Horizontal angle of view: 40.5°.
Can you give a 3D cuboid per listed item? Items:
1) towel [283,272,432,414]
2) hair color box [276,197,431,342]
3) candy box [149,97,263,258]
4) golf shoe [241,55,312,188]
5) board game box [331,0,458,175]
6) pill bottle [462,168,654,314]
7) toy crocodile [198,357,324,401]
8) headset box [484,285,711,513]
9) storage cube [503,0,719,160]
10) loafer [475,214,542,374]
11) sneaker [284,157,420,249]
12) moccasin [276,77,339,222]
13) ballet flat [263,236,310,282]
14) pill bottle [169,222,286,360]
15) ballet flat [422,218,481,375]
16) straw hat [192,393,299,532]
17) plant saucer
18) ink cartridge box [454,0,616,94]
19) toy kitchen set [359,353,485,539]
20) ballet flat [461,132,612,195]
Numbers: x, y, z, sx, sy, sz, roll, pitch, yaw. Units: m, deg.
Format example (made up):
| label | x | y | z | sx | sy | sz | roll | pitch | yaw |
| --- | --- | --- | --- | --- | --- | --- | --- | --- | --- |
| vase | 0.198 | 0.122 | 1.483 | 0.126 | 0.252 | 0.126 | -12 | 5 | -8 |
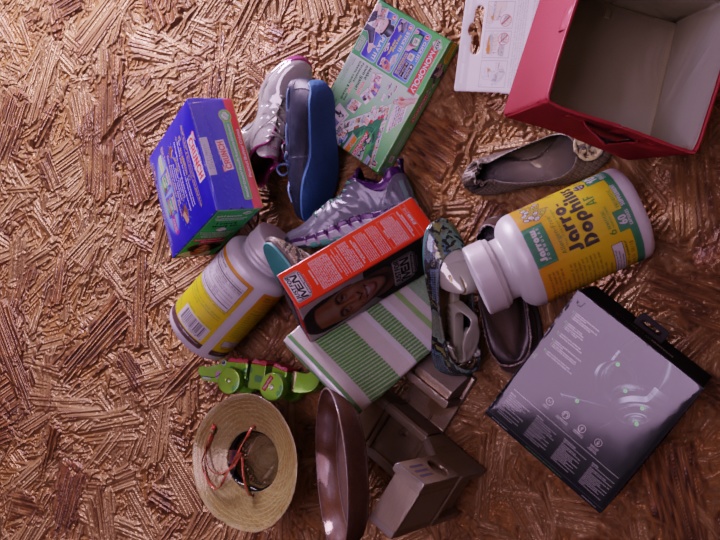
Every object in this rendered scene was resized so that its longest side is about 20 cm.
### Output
| label | x | y | z | sx | sy | sz | roll | pitch | yaw |
| --- | --- | --- | --- | --- | --- | --- | --- | --- | --- |
| towel | 0.019 | 0.076 | 1.272 | 0.200 | 0.023 | 0.152 | -41 | 64 | -14 |
| hair color box | 0.000 | 0.000 | 1.244 | 0.199 | 0.102 | 0.061 | -30 | 62 | -8 |
| candy box | -0.228 | -0.130 | 1.411 | 0.200 | 0.077 | 0.170 | -35 | 68 | 58 |
| golf shoe | -0.117 | -0.205 | 1.385 | 0.201 | 0.075 | 0.092 | -60 | 34 | 22 |
| board game box | 0.030 | -0.250 | 1.336 | 0.134 | 0.029 | 0.201 | 38 | 106 | 27 |
| pill bottle | 0.223 | -0.028 | 1.121 | 0.199 | 0.113 | 0.113 | -24 | 74 | 3 |
| toy crocodile | -0.142 | 0.151 | 1.397 | 0.199 | 0.067 | 0.062 | 4 | 84 | 29 |
| headset box | 0.275 | 0.138 | 1.120 | 0.174 | 0.093 | 0.201 | 39 | 108 | 19 |
| storage cube | 0.275 | -0.228 | 1.057 | 0.170 | 0.180 | 0.202 | 17 | 93 | -7 |
| loafer | 0.171 | 0.030 | 1.211 | 0.073 | 0.071 | 0.202 | -15 | 80 | 29 |
| sneaker | -0.018 | -0.088 | 1.328 | 0.199 | 0.074 | 0.088 | -15 | 90 | 20 |
| moccasin | -0.071 | -0.169 | 1.353 | 0.068 | 0.080 | 0.202 | 25 | 118 | 38 |
| ballet flat | -0.065 | 0.033 | 1.330 | 0.068 | 0.075 | 0.201 | -1 | 116 | 56 |
| pill bottle | -0.177 | 0.027 | 1.399 | 0.200 | 0.109 | 0.110 | -46 | 67 | 21 |
| ballet flat | 0.121 | 0.036 | 1.203 | 0.074 | 0.074 | 0.202 | 3 | 111 | 31 |
| straw hat | -0.139 | 0.266 | 1.378 | 0.200 | 0.085 | 0.203 | -4 | 83 | 36 |
| plant saucer | -0.022 | 0.242 | 1.180 | 0.034 | 0.200 | 0.202 | -3 | 84 | -12 |
| ink cartridge box | 0.222 | -0.294 | 1.214 | 0.199 | 0.047 | 0.162 | 9 | 93 | 33 |
| toy kitchen set | 0.050 | 0.191 | 1.214 | 0.200 | 0.180 | 0.164 | 37 | 105 | 28 |
| ballet flat | 0.214 | -0.134 | 1.208 | 0.199 | 0.046 | 0.068 | -11 | 82 | 30 |
